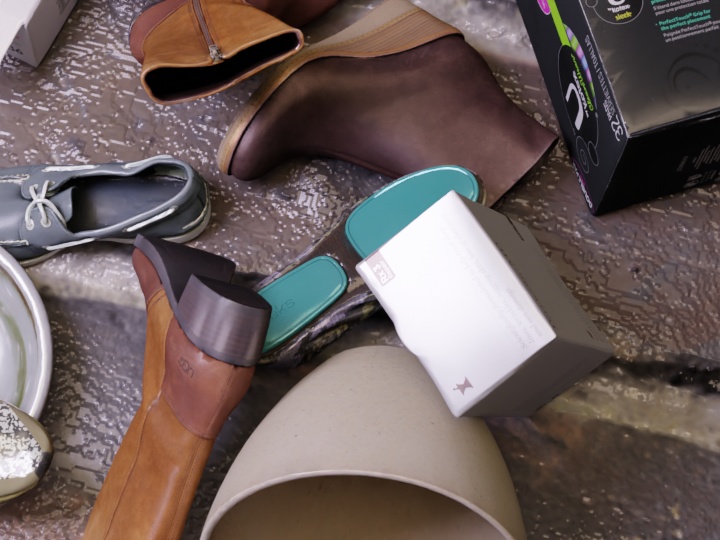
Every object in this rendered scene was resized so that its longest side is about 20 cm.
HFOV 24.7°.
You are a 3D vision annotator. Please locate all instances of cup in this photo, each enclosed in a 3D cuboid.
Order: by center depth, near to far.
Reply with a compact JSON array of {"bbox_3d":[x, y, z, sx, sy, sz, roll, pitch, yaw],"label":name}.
[{"bbox_3d":[0.010,0.133,1.018,0.198,0.201,0.144,9,44,1],"label":"cup"}]

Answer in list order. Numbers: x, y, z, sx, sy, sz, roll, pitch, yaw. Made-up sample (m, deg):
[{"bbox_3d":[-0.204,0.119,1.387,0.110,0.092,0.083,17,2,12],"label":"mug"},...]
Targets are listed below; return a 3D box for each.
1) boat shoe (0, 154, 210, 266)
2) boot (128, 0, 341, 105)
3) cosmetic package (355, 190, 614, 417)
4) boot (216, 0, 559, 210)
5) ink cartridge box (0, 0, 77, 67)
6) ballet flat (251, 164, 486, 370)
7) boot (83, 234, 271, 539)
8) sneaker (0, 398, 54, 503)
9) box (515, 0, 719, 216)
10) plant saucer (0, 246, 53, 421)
[{"bbox_3d":[-0.202,-0.048,1.122,0.198,0.062,0.073,-4,71,-4],"label":"boat shoe"},{"bbox_3d":[-0.066,-0.175,1.098,0.187,0.200,0.069,-16,107,-8],"label":"boot"},{"bbox_3d":[0.083,0.027,1.031,0.081,0.200,0.113,-37,77,10],"label":"cosmetic package"},{"bbox_3d":[0.019,-0.088,1.139,0.200,0.072,0.166,-39,75,-18],"label":"boot"},{"bbox_3d":[-0.257,-0.230,1.180,0.116,0.068,0.201,25,70,6],"label":"ink cartridge box"},{"bbox_3d":[0.000,0.000,1.106,0.200,0.072,0.072,-34,75,-1],"label":"ballet flat"},{"bbox_3d":[-0.129,0.089,1.054,0.068,0.188,0.201,14,101,-33],"label":"boot"},{"bbox_3d":[-0.285,0.085,1.006,0.199,0.089,0.077,20,71,4],"label":"sneaker"},{"bbox_3d":[0.194,-0.167,1.134,0.123,0.149,0.201,-16,72,-7],"label":"box"},{"bbox_3d":[-0.299,0.066,1.085,0.198,0.050,0.202,1,71,-1],"label":"plant saucer"}]
